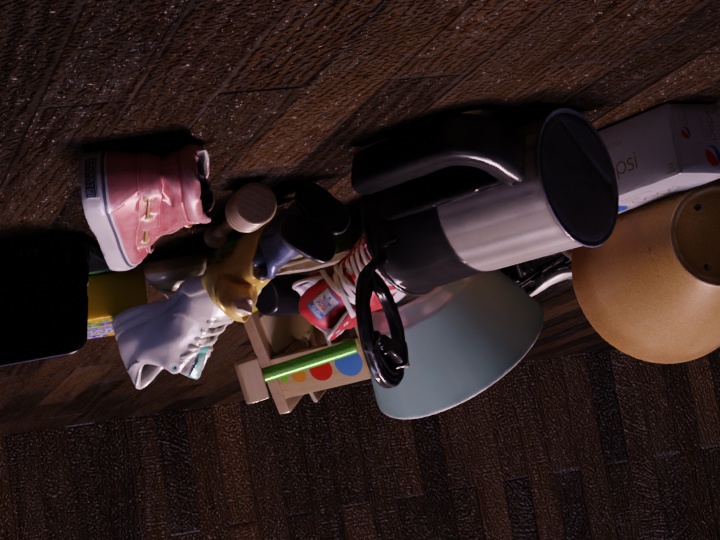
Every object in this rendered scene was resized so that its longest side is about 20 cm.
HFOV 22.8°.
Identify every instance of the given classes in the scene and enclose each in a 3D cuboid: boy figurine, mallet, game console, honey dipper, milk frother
[{"bbox_3d":[-0.089,-0.003,1.621,0.064,0.125,0.200,33,143,-13],"label":"boy figurine"},{"bbox_3d":[-0.119,0.043,1.867,0.066,0.041,0.200,-7,170,-38],"label":"mallet"},{"bbox_3d":[-0.336,0.043,1.649,0.199,0.117,0.176,-10,172,4],"label":"game console"},{"bbox_3d":[-0.116,-0.044,1.603,0.038,0.038,0.200,-7,174,-17],"label":"honey dipper"},{"bbox_3d":[0.091,-0.016,1.453,0.187,0.201,0.180,-16,165,39],"label":"milk frother"}]

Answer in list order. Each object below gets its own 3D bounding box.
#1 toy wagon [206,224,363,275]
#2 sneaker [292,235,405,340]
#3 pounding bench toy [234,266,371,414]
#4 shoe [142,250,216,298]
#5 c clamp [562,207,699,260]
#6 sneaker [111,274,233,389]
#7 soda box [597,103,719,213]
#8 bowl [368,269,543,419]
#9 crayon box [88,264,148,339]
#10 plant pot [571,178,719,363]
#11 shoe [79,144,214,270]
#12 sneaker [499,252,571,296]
[{"bbox_3d":[-0.080,-0.020,1.786,0.154,0.040,0.200,-15,170,30],"label":"toy wagon"},{"bbox_3d":[0.000,0.000,1.703,0.112,0.071,0.200,-28,161,-22],"label":"sneaker"},{"bbox_3d":[-0.035,0.079,1.962,0.155,0.125,0.200,-13,-163,23],"label":"pounding bench toy"},{"bbox_3d":[-0.159,0.014,1.869,0.070,0.054,0.200,-13,171,24],"label":"shoe"},{"bbox_3d":[0.289,-0.033,1.792,0.199,0.171,0.027,-7,135,-11],"label":"c clamp"},{"bbox_3d":[-0.164,0.061,1.777,0.199,0.089,0.075,-26,160,39],"label":"sneaker"},{"bbox_3d":[0.230,-0.090,1.578,0.068,0.064,0.200,-3,169,-36],"label":"soda box"},{"bbox_3d":[0.078,0.050,1.844,0.200,0.105,0.201,-29,-160,12],"label":"bowl"},{"bbox_3d":[-0.288,0.037,1.890,0.125,0.052,0.200,-9,171,-7],"label":"crayon box"},{"bbox_3d":[0.307,-0.016,1.651,0.185,0.188,0.200,-8,173,-7],"label":"plant pot"},{"bbox_3d":[-0.157,-0.047,1.386,0.090,0.072,0.200,-4,167,0],"label":"shoe"},{"bbox_3d":[0.206,-0.015,1.928,0.199,0.074,0.079,-16,177,30],"label":"sneaker"}]
